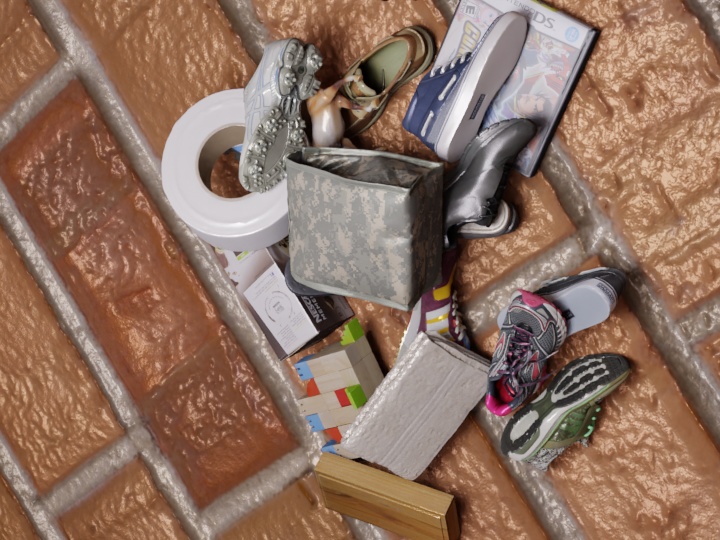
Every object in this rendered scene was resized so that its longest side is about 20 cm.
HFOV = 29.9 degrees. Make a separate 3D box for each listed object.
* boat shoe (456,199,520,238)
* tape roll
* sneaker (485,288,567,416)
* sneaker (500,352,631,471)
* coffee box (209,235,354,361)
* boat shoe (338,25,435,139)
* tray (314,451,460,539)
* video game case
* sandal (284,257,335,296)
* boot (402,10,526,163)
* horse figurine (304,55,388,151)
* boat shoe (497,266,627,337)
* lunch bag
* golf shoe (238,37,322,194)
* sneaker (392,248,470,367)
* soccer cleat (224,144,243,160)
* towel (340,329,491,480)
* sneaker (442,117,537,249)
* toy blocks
[{"bbox_3d":[0.113,-0.069,1.748,0.197,0.057,0.068,6,83,30],"label":"boat shoe"},{"bbox_3d":[-0.156,-0.130,1.760,0.199,0.071,0.206,-2,75,8],"label":"tape roll"},{"bbox_3d":[0.203,0.106,1.678,0.080,0.075,0.202,29,141,23],"label":"sneaker"},{"bbox_3d":[0.273,0.184,1.722,0.200,0.077,0.088,-41,119,18],"label":"sneaker"},{"bbox_3d":[-0.109,0.009,1.842,0.079,0.113,0.202,-35,83,28],"label":"coffee box"},{"bbox_3d":[0.008,-0.244,1.751,0.200,0.074,0.076,-44,80,27],"label":"boat shoe"},{"bbox_3d":[0.036,0.318,1.846,0.197,0.037,0.099,16,143,24],"label":"tray"},{"bbox_3d":[0.180,-0.248,1.691,0.179,0.025,0.202,31,112,18],"label":"video game case"},{"bbox_3d":[0.000,0.001,1.767,0.197,0.043,0.077,-10,82,-9],"label":"sandal"},{"bbox_3d":[0.124,-0.242,1.669,0.090,0.072,0.202,37,107,31],"label":"boot"},{"bbox_3d":[-0.025,-0.179,1.727,0.131,0.050,0.203,6,118,42],"label":"horse figurine"},{"bbox_3d":[0.253,0.040,1.689,0.074,0.068,0.199,51,143,-4],"label":"boat shoe"},{"bbox_3d":[-0.003,-0.059,1.659,0.197,0.117,0.166,13,119,27],"label":"lunch bag"},{"bbox_3d":[-0.115,-0.197,1.711,0.097,0.078,0.203,19,87,49],"label":"golf shoe"},{"bbox_3d":[0.111,0.063,1.771,0.089,0.075,0.203,22,116,12],"label":"sneaker"},{"bbox_3d":[-0.106,-0.174,1.826,0.198,0.070,0.088,23,109,21],"label":"soccer cleat"},{"bbox_3d":[0.075,0.175,1.751,0.201,0.132,0.035,-53,31,15],"label":"towel"},{"bbox_3d":[0.151,-0.106,1.668,0.200,0.076,0.091,-44,67,24],"label":"sneaker"},{"bbox_3d":[-0.024,0.179,1.853,0.136,0.100,0.202,-17,102,41],"label":"toy blocks"}]
